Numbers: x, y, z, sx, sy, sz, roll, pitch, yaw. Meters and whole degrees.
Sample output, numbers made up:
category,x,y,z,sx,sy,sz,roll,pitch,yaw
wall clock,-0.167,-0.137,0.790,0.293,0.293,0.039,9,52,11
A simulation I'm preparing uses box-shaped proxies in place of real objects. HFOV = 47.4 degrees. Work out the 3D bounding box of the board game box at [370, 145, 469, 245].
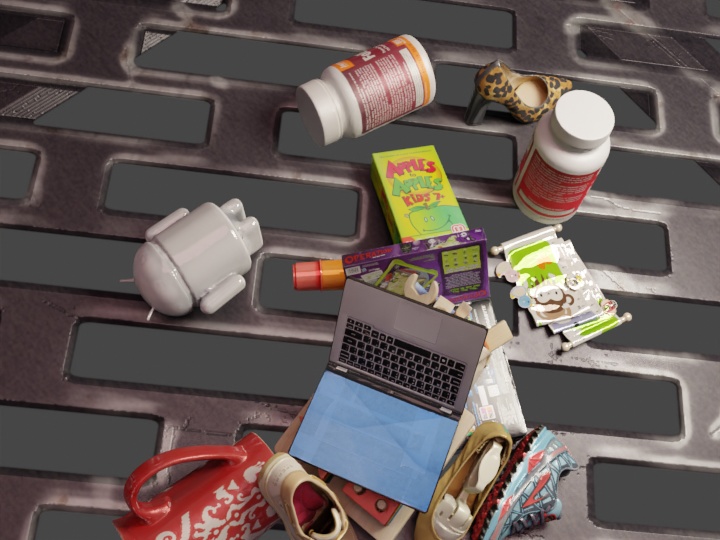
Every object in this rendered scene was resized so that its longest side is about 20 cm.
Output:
category,x,y,z,sx,sy,sz,roll,pitch,yaw
board game box,0.085,-0.096,1.205,0.099,0.048,0.202,-9,50,-9

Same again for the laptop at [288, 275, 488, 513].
category,x,y,z,sx,sy,sz,roll,pitch,yaw
laptop,0.032,0.145,0.983,0.184,0.203,0.116,19,28,12

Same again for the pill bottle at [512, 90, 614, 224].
category,x,y,z,sx,sy,sz,roll,pitch,yaw
pill bottle,0.298,-0.165,1.203,0.110,0.201,0.114,2,62,-4

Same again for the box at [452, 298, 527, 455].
category,x,y,z,sx,sy,sz,roll,pitch,yaw
box,0.130,0.151,1.146,0.156,0.046,0.204,-10,69,-10

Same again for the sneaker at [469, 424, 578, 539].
category,x,y,z,sx,sy,sz,roll,pitch,yaw
sneaker,0.221,0.305,1.077,0.095,0.080,0.201,36,69,7

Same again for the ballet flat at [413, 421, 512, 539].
category,x,y,z,sx,sy,sz,roll,pitch,yaw
ballet flat,0.131,0.285,1.055,0.068,0.063,0.202,30,84,-9

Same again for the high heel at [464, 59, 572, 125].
category,x,y,z,sx,sy,sz,roll,pitch,yaw
high heel,0.265,-0.296,1.287,0.196,0.143,0.073,-18,70,-13

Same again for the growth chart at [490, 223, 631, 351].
category,x,y,z,sx,sy,sz,roll,pitch,yaw
growth chart,0.294,0.024,1.231,0.143,0.018,0.202,-27,71,-16

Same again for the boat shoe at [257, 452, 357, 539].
category,x,y,z,sx,sy,sz,roll,pitch,yaw
boat shoe,-0.052,0.303,0.992,0.074,0.201,0.069,-48,38,-19

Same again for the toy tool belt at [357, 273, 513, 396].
category,x,y,z,sx,sy,sz,roll,pitch,yaw
toy tool belt,0.092,0.066,1.075,0.199,0.125,0.124,38,95,2

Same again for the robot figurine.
category,x,y,z,sx,sy,sz,roll,pitch,yaw
robot figurine,-0.230,-0.015,1.136,0.199,0.114,0.170,-35,60,-18

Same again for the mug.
category,x,y,z,sx,sy,sz,roll,pitch,yaw
mug,-0.184,0.291,0.992,0.198,0.179,0.134,-33,62,-22

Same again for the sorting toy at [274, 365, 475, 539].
category,x,y,z,sx,sy,sz,roll,pitch,yaw
sorting toy,0.015,0.210,1.064,0.197,0.070,0.201,35,80,18

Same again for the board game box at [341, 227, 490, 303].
category,x,y,z,sx,sy,sz,roll,pitch,yaw
board game box,0.079,0.008,1.137,0.196,0.121,0.033,-11,43,2

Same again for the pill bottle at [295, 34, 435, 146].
category,x,y,z,sx,sy,sz,roll,pitch,yaw
pill bottle,0.007,-0.275,1.267,0.197,0.115,0.115,-27,73,-16

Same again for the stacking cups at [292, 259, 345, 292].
category,x,y,z,sx,sy,sz,roll,pitch,yaw
stacking cups,0.000,0.000,1.187,0.195,0.061,0.062,0,68,-5
